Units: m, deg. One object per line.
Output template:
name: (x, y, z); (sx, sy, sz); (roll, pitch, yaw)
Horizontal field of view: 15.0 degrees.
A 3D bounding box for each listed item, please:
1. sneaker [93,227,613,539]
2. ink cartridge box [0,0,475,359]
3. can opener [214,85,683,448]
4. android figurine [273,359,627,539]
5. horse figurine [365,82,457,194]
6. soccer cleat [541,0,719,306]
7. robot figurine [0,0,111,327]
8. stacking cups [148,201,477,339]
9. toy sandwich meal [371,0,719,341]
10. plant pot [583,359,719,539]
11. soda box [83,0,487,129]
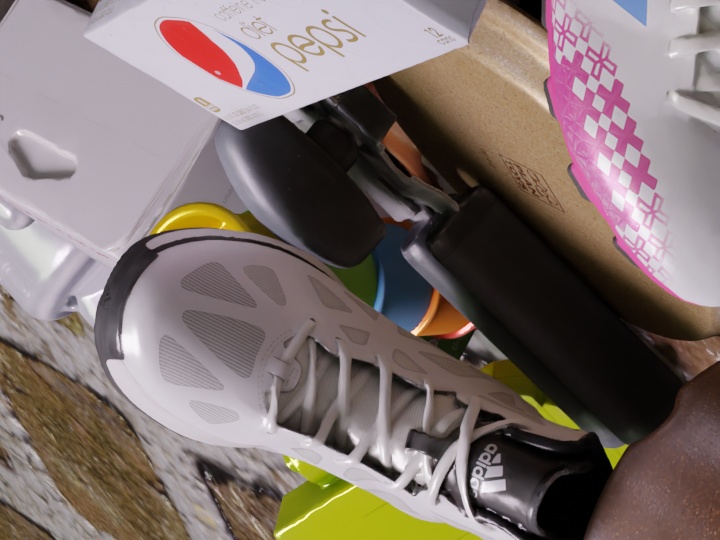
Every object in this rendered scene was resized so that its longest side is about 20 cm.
sneaker: (0.013, 0.043, 0.926); (0.200, 0.076, 0.115); (26, 173, -37)
ink cartridge box: (-0.060, -0.023, 1.142); (0.146, 0.085, 0.200); (27, 174, 42)
can opener: (0.031, -0.001, 0.997); (0.200, 0.067, 0.053); (40, 168, -12)
android figurine: (0.051, 0.111, 1.126); (0.182, 0.200, 0.041); (48, -158, -17)
horse figurine: (-0.037, -0.095, 1.112); (0.199, 0.050, 0.133); (19, 156, 42)
soccer cleat: (0.093, -0.090, 0.793); (0.086, 0.070, 0.201); (-17, 87, 56)
robot figurine: (-0.156, -0.057, 1.321); (0.200, 0.113, 0.170); (46, -169, 8)
stacking cups: (0.000, 0.000, 1.057); (0.060, 0.199, 0.061); (3, 95, 36)
toy sandwich meal: (0.082, -0.057, 0.950); (0.205, 0.070, 0.205); (40, 168, 10)
plant pot: (0.188, 0.129, 0.908); (0.198, 0.200, 0.201); (37, 157, 46)
soda box: (-0.019, -0.098, 0.857); (0.068, 0.064, 0.200); (30, 165, -17)
